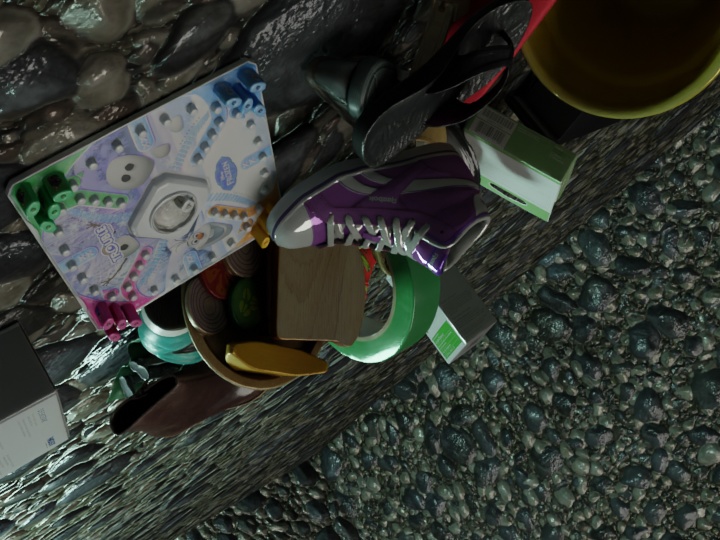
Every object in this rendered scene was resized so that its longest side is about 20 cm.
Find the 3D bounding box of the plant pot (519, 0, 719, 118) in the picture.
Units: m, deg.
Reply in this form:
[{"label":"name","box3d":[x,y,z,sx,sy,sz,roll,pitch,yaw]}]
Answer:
[{"label":"plant pot","box3d":[0.263,-0.268,0.693,0.189,0.200,0.201,-43,175,-45]}]

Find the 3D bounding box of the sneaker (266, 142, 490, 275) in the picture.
[{"label":"sneaker","box3d":[0.022,-0.040,0.664,0.197,0.116,0.073,-20,151,-11]}]

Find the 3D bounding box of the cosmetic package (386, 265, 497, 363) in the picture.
[{"label":"cosmetic package","box3d":[0.144,0.051,1.366,0.084,0.201,0.108,-31,163,-25]}]

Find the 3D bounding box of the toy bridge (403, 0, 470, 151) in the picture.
[{"label":"toy bridge","box3d":[0.057,-0.150,0.695,0.067,0.027,0.203,-47,156,-45]}]

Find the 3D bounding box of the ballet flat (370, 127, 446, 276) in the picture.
[{"label":"ballet flat","box3d":[0.057,-0.085,0.840,0.063,0.067,0.204,-96,-165,-62]}]

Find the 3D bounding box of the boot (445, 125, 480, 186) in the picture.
[{"label":"boot","box3d":[0.081,-0.081,0.916,0.130,0.070,0.202,-34,133,-12]}]

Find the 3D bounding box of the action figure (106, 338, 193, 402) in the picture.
[{"label":"action figure","box3d":[-0.221,0.106,0.963,0.118,0.055,0.199,-48,167,29]}]

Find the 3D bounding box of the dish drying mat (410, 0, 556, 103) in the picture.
[{"label":"dish drying mat","box3d":[0.122,-0.233,0.670,0.201,0.076,0.018,-51,-172,44]}]

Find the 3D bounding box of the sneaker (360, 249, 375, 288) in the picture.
[{"label":"sneaker","box3d":[-0.011,0.005,1.077,0.198,0.086,0.077,-25,163,-40]}]

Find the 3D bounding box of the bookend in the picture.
[{"label":"bookend","box3d":[0.323,-0.277,0.984,0.198,0.093,0.200,-24,160,-38]}]

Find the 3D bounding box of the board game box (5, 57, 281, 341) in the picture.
[{"label":"board game box","box3d":[-0.149,-0.046,0.604,0.198,0.026,0.201,-33,152,-18]}]

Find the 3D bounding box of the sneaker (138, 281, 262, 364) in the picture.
[{"label":"sneaker","box3d":[-0.160,0.034,0.812,0.199,0.084,0.121,-30,169,-41]}]

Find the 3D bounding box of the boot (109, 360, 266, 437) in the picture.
[{"label":"boot","box3d":[-0.180,0.134,0.886,0.198,0.073,0.166,-35,168,2]}]

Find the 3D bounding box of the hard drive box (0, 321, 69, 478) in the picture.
[{"label":"hard drive box","box3d":[-0.374,0.152,0.674,0.198,0.077,0.156,-29,164,-28]}]

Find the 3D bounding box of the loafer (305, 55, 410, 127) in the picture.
[{"label":"loafer","box3d":[0.010,-0.160,0.691,0.200,0.062,0.073,3,108,-74]}]

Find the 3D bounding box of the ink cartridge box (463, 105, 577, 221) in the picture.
[{"label":"ink cartridge box","box3d":[0.213,-0.142,1.028,0.049,0.144,0.200,-58,167,-2]}]

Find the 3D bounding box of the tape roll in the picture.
[{"label":"tape roll","box3d":[0.000,0.000,0.848,0.048,0.202,0.201,-23,161,-40]}]

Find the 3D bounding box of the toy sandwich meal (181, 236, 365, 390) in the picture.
[{"label":"toy sandwich meal","box3d":[-0.081,0.024,0.749,0.203,0.210,0.069,-24,-170,-42]}]

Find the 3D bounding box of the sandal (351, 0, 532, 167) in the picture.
[{"label":"sandal","box3d":[0.080,-0.150,0.631,0.200,0.048,0.076,-42,152,-10]}]
